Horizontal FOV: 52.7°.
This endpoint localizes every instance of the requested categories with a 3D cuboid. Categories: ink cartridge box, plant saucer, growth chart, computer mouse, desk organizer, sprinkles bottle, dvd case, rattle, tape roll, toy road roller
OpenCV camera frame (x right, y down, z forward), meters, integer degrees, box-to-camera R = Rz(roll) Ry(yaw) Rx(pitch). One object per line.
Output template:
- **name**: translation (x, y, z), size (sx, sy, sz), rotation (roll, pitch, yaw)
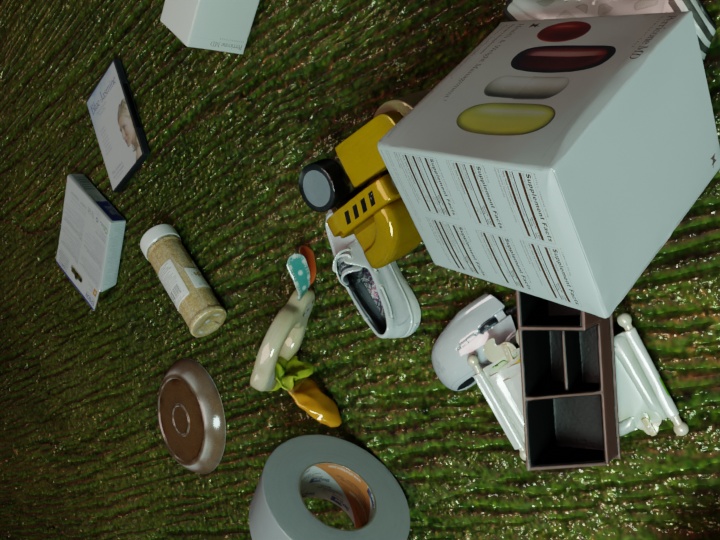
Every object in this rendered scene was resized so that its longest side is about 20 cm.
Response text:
- **ink cartridge box**: translation (-0.546, -0.058, 1.465), size (0.199, 0.040, 0.204), rotation (39, 121, 34)
- **plant saucer**: translation (-0.306, 0.260, 1.280), size (0.197, 0.032, 0.207), rotation (9, 102, 43)
- **growth chart**: translation (0.209, 0.118, 0.740), size (0.197, 0.018, 0.148), rotation (-24, 89, 37)
- **computer mouse**: translation (0.138, 0.071, 0.815), size (0.111, 0.043, 0.201), rotation (55, 128, 22)
- **desk organizer**: translation (0.193, 0.081, 0.681), size (0.070, 0.076, 0.207), rotation (-3, 93, 35)
- **sprinkles bottle**: translation (-0.298, 0.015, 1.214), size (0.201, 0.067, 0.069), rotation (53, 127, 25)
- **dvd case**: translation (-0.458, -0.271, 1.368), size (0.142, 0.017, 0.205), rotation (-33, 72, 42)
- **rattle**: translation (-0.062, 0.088, 0.998), size (0.141, 0.130, 0.204), rotation (25, 86, 27)
- **tape roll**: translation (-0.039, 0.303, 0.909), size (0.200, 0.197, 0.067), rotation (44, 123, 31)
- **toy road roller**: translation (0.038, -0.098, 0.845), size (0.198, 0.122, 0.148), rotation (-32, 88, 42)

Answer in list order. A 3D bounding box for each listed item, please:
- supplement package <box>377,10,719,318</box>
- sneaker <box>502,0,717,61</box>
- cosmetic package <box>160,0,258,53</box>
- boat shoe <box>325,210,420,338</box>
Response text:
- **supplement package**: translation (0.160, -0.100, 0.622), size (0.198, 0.191, 0.149), rotation (19, 149, 51)
- **sneaker**: translation (0.235, -0.241, 0.675), size (0.199, 0.075, 0.117), rotation (37, 111, 26)
- **cosmetic package**: translation (-0.196, -0.423, 1.024), size (0.085, 0.106, 0.204), rotation (42, 123, 30)
- **boat shoe**: translation (0.000, 0.000, 0.923), size (0.072, 0.067, 0.204), rotation (-41, 68, 39)
